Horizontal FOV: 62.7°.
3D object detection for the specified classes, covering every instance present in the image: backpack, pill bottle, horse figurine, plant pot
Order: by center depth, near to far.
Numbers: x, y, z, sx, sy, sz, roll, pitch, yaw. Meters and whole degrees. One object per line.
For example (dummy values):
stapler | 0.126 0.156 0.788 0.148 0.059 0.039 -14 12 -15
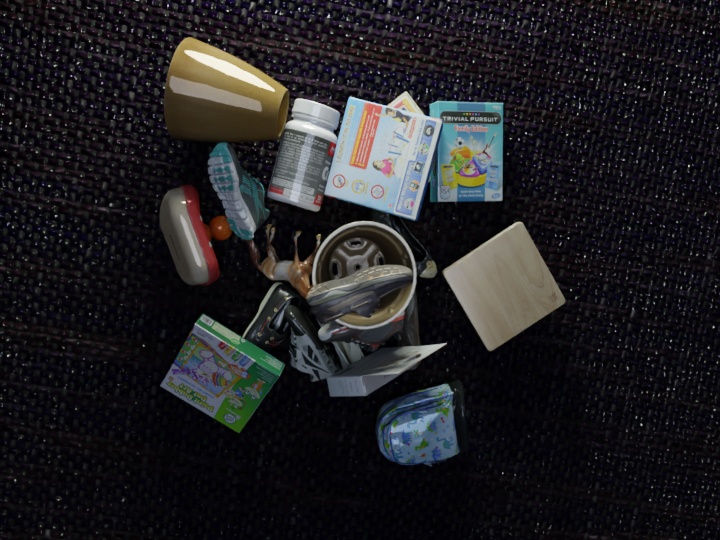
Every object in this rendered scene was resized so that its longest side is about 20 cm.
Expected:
plant pot | -0.242 -0.320 1.119 0.197 0.186 0.189 14 95 2
plant pot | 0.000 0.000 1.188 0.197 0.184 0.204 -1 97 -5
pill bottle | -0.110 -0.230 1.189 0.112 0.114 0.203 15 95 -6
horse figurine | -0.157 -0.020 1.218 0.197 0.050 0.135 12 101 26
backpack | 0.129 0.336 1.267 0.197 0.154 0.166 -4 103 9

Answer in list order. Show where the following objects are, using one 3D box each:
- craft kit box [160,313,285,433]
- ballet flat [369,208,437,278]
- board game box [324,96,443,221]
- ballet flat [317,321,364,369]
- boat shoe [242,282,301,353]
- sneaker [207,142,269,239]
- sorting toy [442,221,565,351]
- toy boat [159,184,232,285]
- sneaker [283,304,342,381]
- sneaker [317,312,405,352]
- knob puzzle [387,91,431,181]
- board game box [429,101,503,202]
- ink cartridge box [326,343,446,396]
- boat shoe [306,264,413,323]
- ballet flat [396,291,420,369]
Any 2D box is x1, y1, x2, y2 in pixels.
craft kit box | -0.287 0.216 1.218 0.199 0.049 0.198 32 121 -7
ballet flat | 0.094 -0.062 1.245 0.200 0.057 0.067 48 50 -7
board game box | 0.047 -0.221 1.185 0.193 0.056 0.203 17 95 9
ballet flat | -0.036 0.135 1.255 0.069 0.069 0.202 -24 98 -2
boat shoe | -0.192 0.127 1.235 0.063 0.073 0.203 28 91 30
sneaker | -0.238 -0.167 1.182 0.077 0.091 0.202 12 130 32
sorting toy | 0.301 0.032 1.274 0.197 0.070 0.202 -32 98 -1
toy boat | -0.320 -0.077 1.199 0.130 0.130 0.203 -23 99 -32
sneaker | -0.120 0.163 1.230 0.088 0.074 0.201 -27 120 6
sneaker | 0.010 0.133 1.205 0.197 0.077 0.083 -10 98 -25
knob puzzle | 0.075 -0.245 1.245 0.216 0.030 0.224 -1 97 -5
board game box | 0.222 -0.246 1.236 0.149 0.047 0.203 -3 97 -15
ink cartridge box | 0.059 0.195 1.169 0.172 0.199 0.044 -9 95 37
boat shoe | 0.003 0.044 1.071 0.197 0.075 0.074 -15 107 6
ballet flat | 0.103 0.114 1.282 0.067 0.046 0.203 -7 92 30
